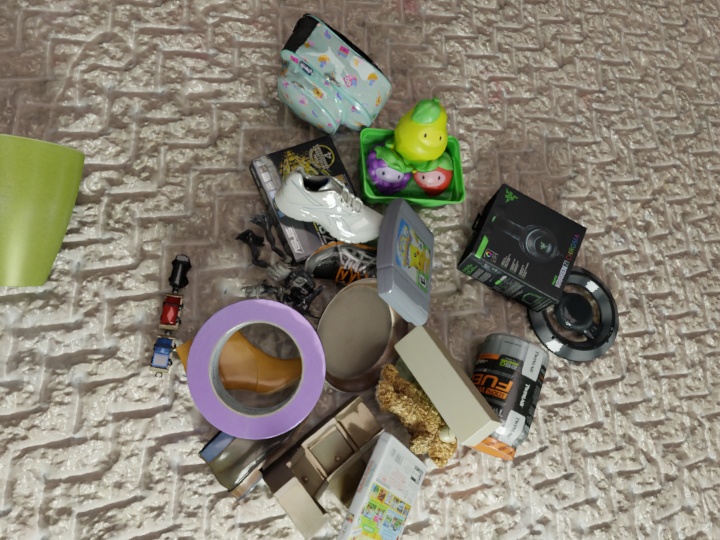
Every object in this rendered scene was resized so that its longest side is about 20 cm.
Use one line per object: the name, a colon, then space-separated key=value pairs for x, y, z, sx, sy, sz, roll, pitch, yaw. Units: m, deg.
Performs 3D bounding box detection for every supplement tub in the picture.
supplement tub: x=0.253 y=0.224 z=0.999 sx=0.122 sy=0.123 sz=0.201 roll=27 pitch=69 yaw=-11

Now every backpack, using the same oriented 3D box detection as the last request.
backpack: x=-0.050 y=-0.333 z=1.011 sx=0.199 sy=0.176 sz=0.154 roll=28 pitch=86 yaw=-9

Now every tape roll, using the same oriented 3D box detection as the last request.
tape roll: x=-0.152 y=0.143 z=0.835 sx=0.199 sy=0.066 sz=0.201 roll=0 pitch=85 yaw=-3

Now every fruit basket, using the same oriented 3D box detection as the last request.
fruit basket: x=0.101 y=-0.204 z=1.014 sx=0.215 sy=0.216 sz=0.156 roll=0 pitch=76 yaw=-18

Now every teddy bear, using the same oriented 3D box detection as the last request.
teddy bear: x=0.100 y=0.241 z=0.950 sx=0.067 sy=0.145 sz=0.200 roll=-40 pitch=86 yaw=18

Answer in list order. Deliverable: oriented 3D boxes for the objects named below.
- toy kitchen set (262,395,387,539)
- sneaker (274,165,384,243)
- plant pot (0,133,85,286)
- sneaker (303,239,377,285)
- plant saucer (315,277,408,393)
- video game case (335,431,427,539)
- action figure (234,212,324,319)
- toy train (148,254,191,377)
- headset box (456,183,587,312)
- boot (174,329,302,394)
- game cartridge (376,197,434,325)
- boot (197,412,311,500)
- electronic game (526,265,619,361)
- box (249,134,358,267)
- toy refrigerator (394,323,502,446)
toy kitchen set: x=-0.018 y=0.320 z=0.851 sx=0.200 sy=0.180 sz=0.163 roll=-37 pitch=91 yaw=-19
sneaker: x=-0.042 y=-0.109 z=0.944 sx=0.199 sy=0.087 sz=0.075 roll=18 pitch=49 yaw=-17
plant pot: x=-0.504 y=-0.079 z=0.806 sx=0.186 sy=0.187 sz=0.201 roll=3 pitch=91 yaw=-18
sneaker: x=0.000 y=0.000 z=0.983 sx=0.199 sy=0.078 sz=0.077 roll=0 pitch=50 yaw=-18
plant saucer: x=-0.002 y=0.108 z=0.951 sx=0.200 sy=0.032 sz=0.201 roll=-10 pitch=107 yaw=-38
video game case: x=0.037 y=0.366 z=0.872 sx=0.023 sy=0.200 sz=0.182 roll=14 pitch=66 yaw=30
action figure: x=-0.140 y=0.012 z=0.926 sx=0.102 sy=0.119 sz=0.200 roll=-18 pitch=74 yaw=-56
toy train: x=-0.301 y=0.069 z=0.892 sx=0.034 sy=0.046 sz=0.201 roll=11 pitch=74 yaw=-16
headset box: x=0.306 y=-0.047 z=1.088 sx=0.199 sy=0.093 sz=0.175 roll=29 pitch=69 yaw=2
boot: x=-0.181 y=0.135 z=0.899 sx=0.201 sy=0.071 sz=0.145 roll=-24 pitch=92 yaw=-16
game cartridge: x=0.078 y=-0.022 z=0.964 sx=0.133 sy=0.040 sz=0.201 roll=39 pitch=46 yaw=-38
boot: x=-0.159 y=0.249 z=0.880 sx=0.097 sy=0.075 sz=0.200 roll=43 pitch=69 yaw=-7
electronic game: x=0.433 y=0.085 z=1.137 sx=0.199 sy=0.042 sz=0.201 roll=3 pitch=73 yaw=-10
box: x=-0.089 y=-0.128 z=1.011 sx=0.161 sy=0.049 sz=0.201 roll=-22 pitch=86 yaw=-20
toy refrigerator: x=0.143 y=0.193 z=0.941 sx=0.070 sy=0.076 sz=0.200 roll=-42 pitch=59 yaw=9
